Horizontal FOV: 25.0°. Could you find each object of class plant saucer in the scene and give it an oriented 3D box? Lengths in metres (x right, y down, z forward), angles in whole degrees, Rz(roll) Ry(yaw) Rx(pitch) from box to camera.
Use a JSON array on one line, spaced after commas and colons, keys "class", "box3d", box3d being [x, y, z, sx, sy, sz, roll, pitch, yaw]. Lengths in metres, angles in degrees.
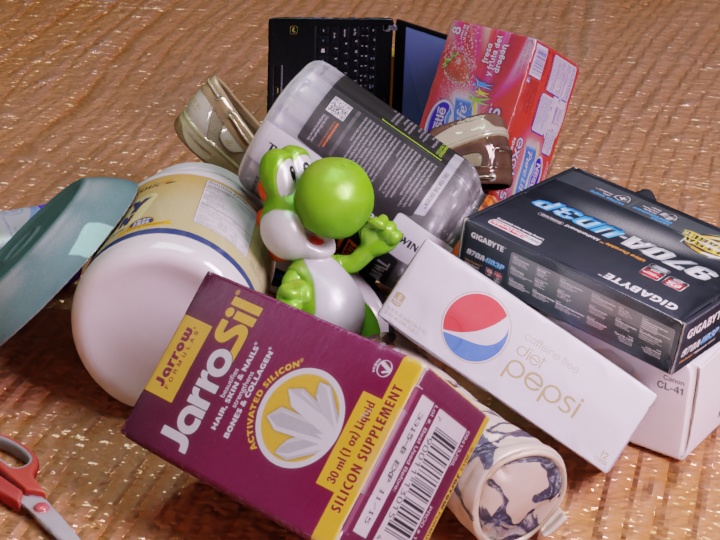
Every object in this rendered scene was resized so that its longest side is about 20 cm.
[{"class": "plant saucer", "box3d": [-0.258, -0.009, 1.287, 0.200, 0.036, 0.200, -41, 16, 14]}]

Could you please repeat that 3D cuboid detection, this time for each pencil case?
[{"class": "pencil case", "box3d": [0.060, 0.117, 1.135, 0.089, 0.078, 0.200, 29, 5, -41]}]

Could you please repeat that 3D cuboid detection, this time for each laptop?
[{"class": "laptop", "box3d": [0.009, -0.150, 1.599, 0.197, 0.179, 0.104, -1, 24, -7]}]

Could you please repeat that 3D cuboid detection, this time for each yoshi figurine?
[{"class": "yoshi figurine", "box3d": [-0.019, 0.000, 1.223, 0.111, 0.202, 0.112, -16, 5, 5]}]

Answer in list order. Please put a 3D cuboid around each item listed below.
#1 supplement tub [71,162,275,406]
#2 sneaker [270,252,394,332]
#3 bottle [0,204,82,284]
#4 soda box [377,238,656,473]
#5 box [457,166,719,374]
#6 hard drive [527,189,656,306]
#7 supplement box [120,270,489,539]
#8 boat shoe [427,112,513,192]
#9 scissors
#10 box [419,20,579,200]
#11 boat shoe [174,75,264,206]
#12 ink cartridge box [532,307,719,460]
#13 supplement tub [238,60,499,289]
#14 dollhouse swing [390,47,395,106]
[{"class": "supplement tub", "box3d": [-0.142, 0.006, 1.285, 0.142, 0.146, 0.200, 3, 24, 2]}, {"class": "sneaker", "box3d": [0.000, 0.000, 1.395, 0.111, 0.074, 0.200, -14, 28, -29]}, {"class": "bottle", "box3d": [-0.344, -0.010, 1.400, 0.198, 0.066, 0.084, -9, 28, -24]}, {"class": "soda box", "box3d": [0.112, 0.061, 1.165, 0.199, 0.068, 0.064, 34, 0, 9]}, {"class": "box", "box3d": [0.197, -0.006, 1.234, 0.199, 0.047, 0.158, 27, 34, 32]}, {"class": "hard drive", "box3d": [0.154, -0.006, 1.384, 0.139, 0.033, 0.199, -24, 4, 42]}, {"class": "supplement box", "box3d": [-0.037, 0.101, 1.069, 0.199, 0.132, 0.103, 21, -11, 37]}, {"class": "boat shoe", "box3d": [0.036, -0.070, 1.398, 0.200, 0.076, 0.075, -19, -13, 15]}, {"class": "scissors", "box3d": [-0.218, 0.156, 1.110, 0.198, 0.014, 0.073, 19, 28, 36]}, {"class": "box", "box3d": [0.113, -0.113, 1.476, 0.095, 0.202, 0.099, 18, 2, 33]}, {"class": "boat shoe", "box3d": [-0.076, -0.096, 1.488, 0.200, 0.063, 0.073, 38, 18, -11]}, {"class": "ink cartridge box", "box3d": [0.237, 0.054, 1.282, 0.146, 0.087, 0.199, 18, 30, 31]}, {"class": "supplement tub", "box3d": [0.011, -0.067, 1.312, 0.199, 0.123, 0.123, 35, 29, 3]}, {"class": "dollhouse swing", "box3d": [0.062, -0.213, 1.772, 0.198, 0.183, 0.176, 19, 50, 35]}]
